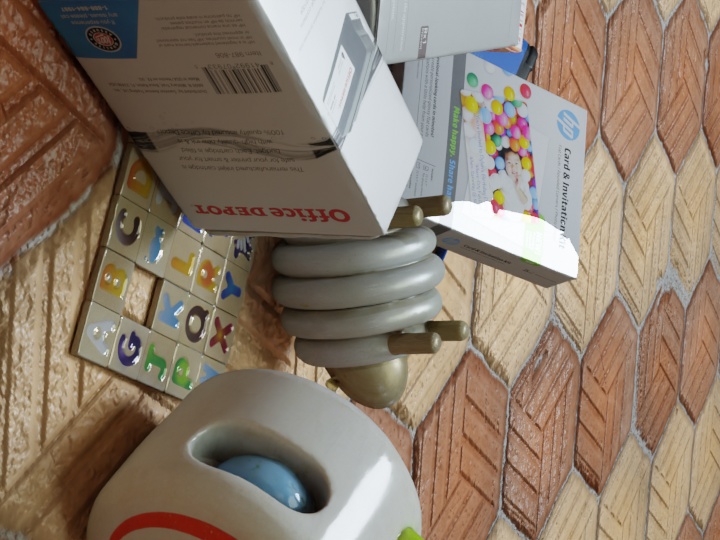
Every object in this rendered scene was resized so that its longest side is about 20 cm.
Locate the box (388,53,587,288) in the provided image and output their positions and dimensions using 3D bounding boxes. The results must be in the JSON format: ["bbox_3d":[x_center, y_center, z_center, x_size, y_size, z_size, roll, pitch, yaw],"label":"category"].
[{"bbox_3d":[0.096,-0.088,1.195,0.199,0.041,0.157,21,66,-34],"label":"box"}]

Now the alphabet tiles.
[{"bbox_3d":[-0.113,-0.022,0.964,0.167,0.008,0.201,35,66,-60],"label":"alphabet tiles"}]

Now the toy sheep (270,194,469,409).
[{"bbox_3d":[0.000,0.000,1.056,0.138,0.137,0.201,-15,99,-62],"label":"toy sheep"}]

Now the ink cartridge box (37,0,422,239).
[{"bbox_3d":[-0.068,-0.113,0.866,0.200,0.144,0.084,60,43,-44],"label":"ink cartridge box"}]

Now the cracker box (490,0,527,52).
[{"bbox_3d":[0.062,-0.268,1.110,0.058,0.133,0.201,7,90,-67],"label":"cracker box"}]

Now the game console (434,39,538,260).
[{"bbox_3d":[0.067,-0.121,1.284,0.171,0.118,0.201,39,55,-23],"label":"game console"}]

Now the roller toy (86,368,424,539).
[{"bbox_3d":[-0.069,0.167,0.905,0.183,0.199,0.140,60,39,-16],"label":"roller toy"}]

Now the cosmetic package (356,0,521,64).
[{"bbox_3d":[0.030,-0.194,0.972,0.200,0.090,0.107,-20,117,-53],"label":"cosmetic package"}]
